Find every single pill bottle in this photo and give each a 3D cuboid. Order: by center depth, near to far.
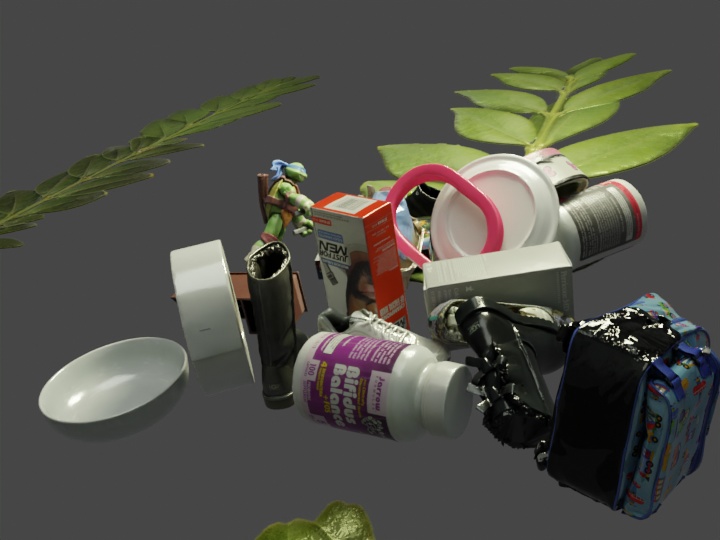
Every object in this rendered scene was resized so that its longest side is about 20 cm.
[{"bbox_3d":[0.027,0.138,0.934,0.198,0.114,0.112,5,29,32],"label":"pill bottle"},{"bbox_3d":[0.333,-0.062,1.234,0.198,0.112,0.111,-19,26,-18],"label":"pill bottle"}]

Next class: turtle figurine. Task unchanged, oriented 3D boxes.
[{"bbox_3d":[-0.105,-0.073,1.378,0.196,0.199,0.144,-61,29,-4],"label":"turtle figurine"}]

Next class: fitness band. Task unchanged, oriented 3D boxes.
[{"bbox_3d":[0.120,-0.070,1.174,0.144,0.037,0.200,-49,59,4],"label":"fitness band"}]

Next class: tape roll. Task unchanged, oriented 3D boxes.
[{"bbox_3d":[-0.199,0.064,1.080,0.070,0.205,0.203,-13,24,-8],"label":"tape roll"}]

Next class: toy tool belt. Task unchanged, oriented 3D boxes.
[{"bbox_3d":[0.038,-0.074,1.282,0.123,0.123,0.203,-5,59,12],"label":"toy tool belt"}]

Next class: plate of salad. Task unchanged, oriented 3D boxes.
[{"bbox_3d":[0.198,-0.074,1.179,0.198,0.203,0.048,4,-13,30],"label":"plate of salad"}]

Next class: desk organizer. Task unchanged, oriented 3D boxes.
[{"bbox_3d":[-0.193,0.052,1.261,0.197,0.073,0.077,0,29,22],"label":"desk organizer"}]

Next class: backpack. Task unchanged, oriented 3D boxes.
[{"bbox_3d":[0.284,0.123,0.798,0.134,0.185,0.199,24,29,39],"label":"backpack"}]

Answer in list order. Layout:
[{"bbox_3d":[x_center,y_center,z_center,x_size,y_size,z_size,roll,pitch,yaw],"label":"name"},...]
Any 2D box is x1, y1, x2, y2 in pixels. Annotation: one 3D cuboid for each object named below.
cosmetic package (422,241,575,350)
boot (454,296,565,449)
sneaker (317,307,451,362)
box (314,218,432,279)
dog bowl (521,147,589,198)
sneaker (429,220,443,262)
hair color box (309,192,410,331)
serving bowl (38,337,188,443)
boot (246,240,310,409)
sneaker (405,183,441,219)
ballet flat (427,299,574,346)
[{"bbox_3d":[0.189,0.037,1.093,0.197,0.108,0.090,-9,25,8],"label":"cosmetic package"},{"bbox_3d":[0.193,0.126,0.913,0.073,0.197,0.164,-43,41,28],"label":"boot"},{"bbox_3d":[0.024,0.097,1.065,0.197,0.082,0.075,5,27,27],"label":"sneaker"},{"bbox_3d":[0.029,-0.040,1.401,0.197,0.038,0.137,-6,25,11],"label":"box"},{"bbox_3d":[0.265,-0.119,1.289,0.198,0.074,0.200,-27,-16,-8],"label":"dog bowl"},{"bbox_3d":[0.157,-0.058,1.293,0.074,0.117,0.200,-2,26,18],"label":"sneaker"},{"bbox_3d":[0.000,0.000,1.132,0.110,0.203,0.064,14,35,43],"label":"hair color box"},{"bbox_3d":[-0.322,0.169,1.070,0.197,0.067,0.201,-10,24,4],"label":"serving bowl"},{"bbox_3d":[-0.109,0.057,1.057,0.071,0.203,0.182,-9,25,2],"label":"boot"},{"bbox_3d":[0.109,-0.132,1.509,0.197,0.084,0.072,1,26,24],"label":"sneaker"},{"bbox_3d":[0.186,0.073,1.019,0.197,0.073,0.072,4,25,0],"label":"ballet flat"}]
